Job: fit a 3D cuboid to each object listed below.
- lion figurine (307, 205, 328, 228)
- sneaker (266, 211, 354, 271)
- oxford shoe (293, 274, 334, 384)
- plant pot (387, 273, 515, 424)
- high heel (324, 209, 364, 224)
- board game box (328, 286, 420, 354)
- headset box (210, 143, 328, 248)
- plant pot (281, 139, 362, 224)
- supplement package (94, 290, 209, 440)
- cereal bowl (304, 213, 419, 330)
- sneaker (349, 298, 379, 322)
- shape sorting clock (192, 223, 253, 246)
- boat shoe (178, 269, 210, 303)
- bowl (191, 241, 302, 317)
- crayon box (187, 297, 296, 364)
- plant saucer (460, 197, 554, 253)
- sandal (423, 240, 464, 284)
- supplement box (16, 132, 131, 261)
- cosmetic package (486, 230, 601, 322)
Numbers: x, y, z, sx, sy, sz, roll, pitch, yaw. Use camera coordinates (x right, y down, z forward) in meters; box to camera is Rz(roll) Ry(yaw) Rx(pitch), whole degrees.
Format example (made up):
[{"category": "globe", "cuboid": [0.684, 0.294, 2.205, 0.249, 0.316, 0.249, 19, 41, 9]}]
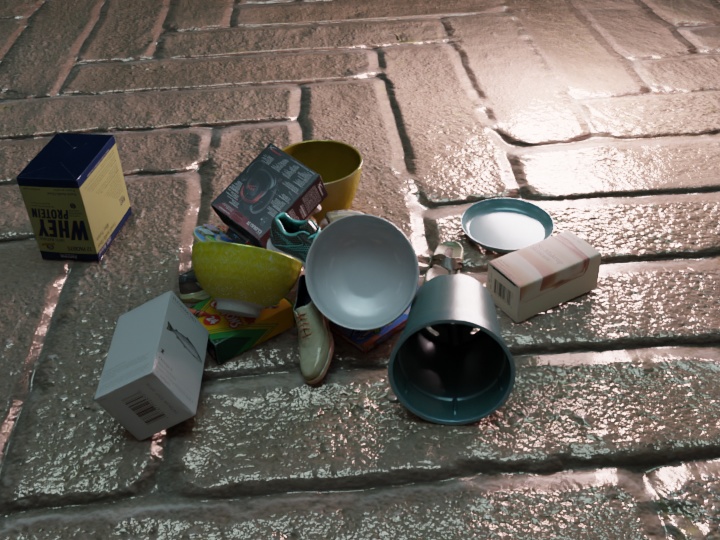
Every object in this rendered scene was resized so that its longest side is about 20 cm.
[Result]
[{"category": "lion figurine", "cuboid": [-0.126, -0.061, 1.627, 0.122, 0.073, 0.200, -31, 18, 31]}, {"category": "sneaker", "cuboid": [-0.087, -0.048, 1.463, 0.199, 0.092, 0.078, 17, 44, 16]}, {"category": "oxford shoe", "cuboid": [-0.093, 0.101, 1.398, 0.070, 0.074, 0.201, -23, 52, 27]}, {"category": "plant pot", "cuboid": [0.153, 0.116, 1.322, 0.198, 0.202, 0.196, 2, 28, 7]}, {"category": "high heel", "cuboid": [-0.023, -0.079, 1.601, 0.199, 0.072, 0.142, 23, -5, -37]}, {"category": "board game box", "cuboid": [0.045, 0.081, 1.500, 0.199, 0.020, 0.103, -31, 42, -32]}, {"category": "headset box", "cuboid": [-0.187, -0.134, 1.583, 0.148, 0.075, 0.200, 34, 74, 27]}, {"category": "plant pot", "cuboid": [-0.091, -0.179, 1.752, 0.198, 0.143, 0.201, -2, 37, 1]}, {"category": "supplement package", "cuboid": [-0.339, 0.154, 1.314, 0.117, 0.117, 0.201, -26, 35, 16]}, {"category": "cereal bowl", "cuboid": [0.006, 0.006, 1.386, 0.198, 0.202, 0.083, 4, -5, 8]}, {"category": "sneaker", "cuboid": [-0.035, 0.055, 1.464, 0.199, 0.074, 0.087, 17, 43, 32]}, {"category": "shape sorting clock", "cuboid": [-0.243, -0.050, 1.612, 0.198, 0.040, 0.200, 18, 11, -4]}, {"category": "boat shoe", "cuboid": [-0.279, 0.004, 1.556, 0.073, 0.065, 0.200, 2, 21, 27]}, {"category": "bowl", "cuboid": [-0.209, 0.024, 1.412, 0.198, 0.200, 0.109, 7, 79, 12]}, {"category": "crayon box", "cuboid": [-0.213, 0.082, 1.488, 0.199, 0.051, 0.127, -26, 42, -29]}, {"category": "plant saucer", "cuboid": [0.315, -0.093, 1.712, 0.198, 0.028, 0.201, -1, 37, 1]}, {"category": "sandal", "cuboid": [0.169, -0.013, 1.582, 0.079, 0.058, 0.202, 7, 34, 4]}, {"category": "supplement box", "cuboid": [-0.606, -0.159, 1.705, 0.133, 0.201, 0.201, 3, 37, 7]}, {"category": "cosmetic package", "cuboid": [0.350, 0.009, 1.522, 0.199, 0.088, 0.103, -21, 39, -23]}]
